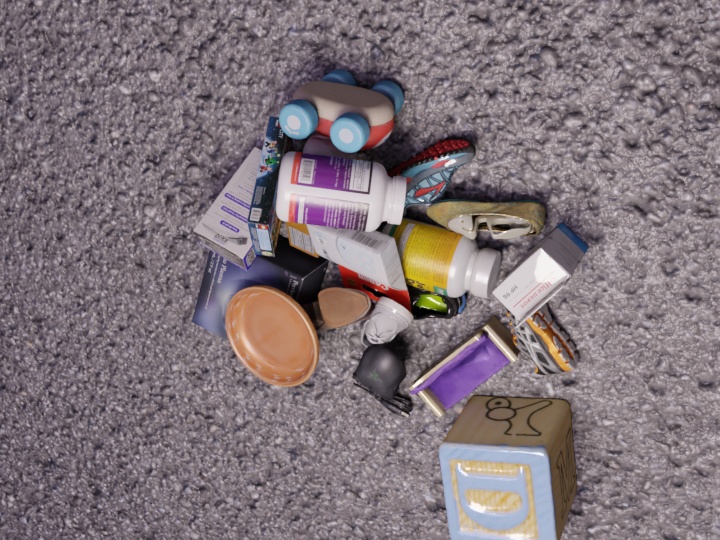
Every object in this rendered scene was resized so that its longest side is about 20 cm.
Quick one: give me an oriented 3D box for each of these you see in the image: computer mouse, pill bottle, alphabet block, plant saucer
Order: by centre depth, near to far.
[{"bbox_3d":[-0.031,-0.123,1.437,0.200,0.112,0.113,7,112,-2],"label":"pill bottle"},{"bbox_3d":[0.136,-0.018,1.558,0.200,0.113,0.113,16,113,18],"label":"pill bottle"},{"bbox_3d":[0.263,0.350,1.581,0.195,0.200,0.197,1,108,24],"label":"alphabet block"},{"bbox_3d":[-0.155,0.115,1.625,0.200,0.037,0.201,15,121,26],"label":"plant saucer"},{"bbox_3d":[0.035,0.207,1.657,0.138,0.053,0.200,31,153,15],"label":"computer mouse"}]

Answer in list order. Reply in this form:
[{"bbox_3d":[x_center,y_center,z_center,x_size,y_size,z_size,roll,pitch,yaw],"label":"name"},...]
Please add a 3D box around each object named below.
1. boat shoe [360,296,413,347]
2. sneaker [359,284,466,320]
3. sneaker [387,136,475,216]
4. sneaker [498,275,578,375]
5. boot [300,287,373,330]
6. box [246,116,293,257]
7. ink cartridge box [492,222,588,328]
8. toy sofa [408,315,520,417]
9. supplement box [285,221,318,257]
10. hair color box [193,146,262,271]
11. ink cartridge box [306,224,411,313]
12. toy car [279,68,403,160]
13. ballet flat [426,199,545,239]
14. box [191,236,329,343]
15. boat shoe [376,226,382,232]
[{"bbox_3d":[0.037,0.100,1.603,0.072,0.069,0.200,35,163,-6],"label":"boat shoe"},{"bbox_3d":[0.089,0.042,1.616,0.199,0.083,0.071,15,113,20],"label":"sneaker"},{"bbox_3d":[0.123,-0.158,1.549,0.200,0.079,0.096,-24,114,33],"label":"sneaker"},{"bbox_3d":[0.291,0.099,1.554,0.077,0.078,0.200,-31,92,38],"label":"sneaker"},{"bbox_3d":[-0.025,0.070,1.638,0.200,0.146,0.070,-10,82,37],"label":"boot"},{"bbox_3d":[-0.151,-0.141,1.537,0.038,0.137,0.200,8,69,3],"label":"box"},{"bbox_3d":[0.287,0.005,1.448,0.067,0.200,0.116,46,119,4],"label":"ink cartridge box"},{"bbox_3d":[0.186,0.178,1.613,0.083,0.098,0.200,49,119,2],"label":"toy sofa"},{"bbox_3d":[-0.093,-0.102,1.594,0.069,0.067,0.200,25,158,10],"label":"supplement box"},{"bbox_3d":[-0.199,-0.112,1.633,0.109,0.200,0.065,29,160,12],"label":"hair color box"},{"bbox_3d":[0.000,0.000,1.543,0.160,0.047,0.200,23,146,32],"label":"ink cartridge box"},{"bbox_3d":[-0.033,-0.211,1.537,0.177,0.184,0.200,17,127,17],"label":"toy car"},{"bbox_3d":[0.208,-0.082,1.506,0.200,0.071,0.071,0,109,10],"label":"ballet flat"},{"bbox_3d":[-0.192,0.039,1.718,0.198,0.123,0.200,24,116,13],"label":"box"},{"bbox_3d":[-0.009,-0.095,1.620,0.072,0.068,0.200,-8,104,26],"label":"boat shoe"}]
